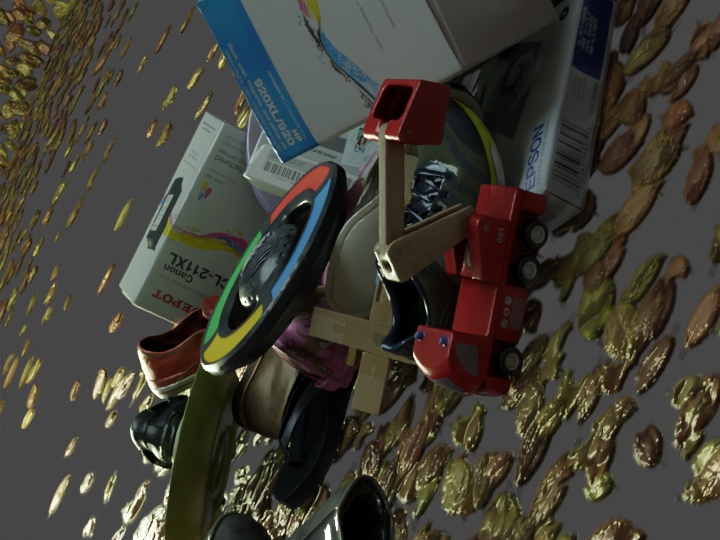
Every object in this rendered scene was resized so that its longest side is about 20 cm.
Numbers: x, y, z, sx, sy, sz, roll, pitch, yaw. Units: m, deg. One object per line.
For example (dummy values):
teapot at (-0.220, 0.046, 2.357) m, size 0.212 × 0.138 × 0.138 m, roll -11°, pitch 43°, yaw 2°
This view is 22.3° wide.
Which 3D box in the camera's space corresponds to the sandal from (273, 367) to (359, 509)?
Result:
sandal at (-0.038, 0.107, 1.555) m, size 0.076 × 0.043 × 0.201 m, roll -25°, pitch 42°, yaw 61°

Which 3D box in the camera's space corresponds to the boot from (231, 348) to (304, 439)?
boot at (-0.048, 0.056, 1.631) m, size 0.075 × 0.073 × 0.201 m, roll 16°, pitch 87°, yaw 56°

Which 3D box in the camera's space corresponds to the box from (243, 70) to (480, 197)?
box at (0.007, -0.144, 1.600) m, size 0.201 × 0.155 × 0.041 m, roll -68°, pitch -18°, yaw -8°

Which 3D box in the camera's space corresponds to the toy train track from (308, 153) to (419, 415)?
toy train track at (0.028, 0.010, 1.404) m, size 0.033 × 0.114 × 0.202 m, roll -20°, pitch -57°, yaw -70°

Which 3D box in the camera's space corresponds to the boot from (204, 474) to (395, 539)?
boot at (-0.050, 0.216, 1.406) m, size 0.200 × 0.072 × 0.183 m, roll -57°, pitch 33°, yaw 39°

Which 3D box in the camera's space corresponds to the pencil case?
pencil case at (0.000, 0.000, 1.502) m, size 0.201 × 0.083 × 0.086 m, roll -58°, pitch 17°, yaw -4°

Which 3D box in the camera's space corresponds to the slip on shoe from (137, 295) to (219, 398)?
slip on shoe at (-0.125, 0.050, 1.744) m, size 0.199 × 0.061 × 0.074 m, roll -29°, pitch 22°, yaw 8°

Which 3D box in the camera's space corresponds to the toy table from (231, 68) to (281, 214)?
toy table at (-0.034, -0.151, 1.709) m, size 0.117 × 0.182 × 0.202 m, roll 125°, pitch 149°, yaw -74°

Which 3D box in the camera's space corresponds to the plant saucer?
plant saucer at (-0.139, 0.170, 1.659) m, size 0.200 × 0.031 × 0.202 m, roll 10°, pitch -90°, yaw -86°

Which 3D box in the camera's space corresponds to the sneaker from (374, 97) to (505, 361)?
sneaker at (0.054, -0.026, 1.320) m, size 0.074 × 0.081 × 0.202 m, roll 3°, pitch 95°, yaw 51°

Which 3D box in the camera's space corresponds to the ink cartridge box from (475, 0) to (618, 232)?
ink cartridge box at (0.115, -0.093, 1.413) m, size 0.200 × 0.040 × 0.201 m, roll -39°, pitch 31°, yaw 52°

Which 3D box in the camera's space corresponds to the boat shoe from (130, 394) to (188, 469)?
boat shoe at (-0.180, 0.153, 1.743) m, size 0.199 × 0.066 × 0.075 m, roll -30°, pitch -48°, yaw -86°

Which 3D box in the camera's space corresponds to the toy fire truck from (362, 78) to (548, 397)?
toy fire truck at (0.058, -0.020, 1.258) m, size 0.049 × 0.140 × 0.202 m, roll 10°, pitch 88°, yaw 57°

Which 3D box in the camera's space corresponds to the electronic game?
electronic game at (-0.072, -0.002, 1.497) m, size 0.200 × 0.041 × 0.200 m, roll -53°, pitch 16°, yaw 21°

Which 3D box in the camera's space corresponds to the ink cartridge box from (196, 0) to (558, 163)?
ink cartridge box at (0.014, -0.198, 1.380) m, size 0.199 × 0.145 × 0.147 m, roll -23°, pitch 7°, yaw 42°

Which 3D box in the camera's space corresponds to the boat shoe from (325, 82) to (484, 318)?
boat shoe at (0.033, -0.056, 1.433) m, size 0.201 × 0.071 × 0.060 m, roll -63°, pitch 9°, yaw 14°

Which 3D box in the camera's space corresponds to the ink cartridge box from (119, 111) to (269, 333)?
ink cartridge box at (-0.127, -0.032, 1.811) m, size 0.201 × 0.145 × 0.083 m, roll -63°, pitch 21°, yaw 3°

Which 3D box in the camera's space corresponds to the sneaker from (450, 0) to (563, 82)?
sneaker at (0.105, -0.216, 1.509) m, size 0.199 × 0.078 × 0.085 m, roll -30°, pitch -1°, yaw 24°
